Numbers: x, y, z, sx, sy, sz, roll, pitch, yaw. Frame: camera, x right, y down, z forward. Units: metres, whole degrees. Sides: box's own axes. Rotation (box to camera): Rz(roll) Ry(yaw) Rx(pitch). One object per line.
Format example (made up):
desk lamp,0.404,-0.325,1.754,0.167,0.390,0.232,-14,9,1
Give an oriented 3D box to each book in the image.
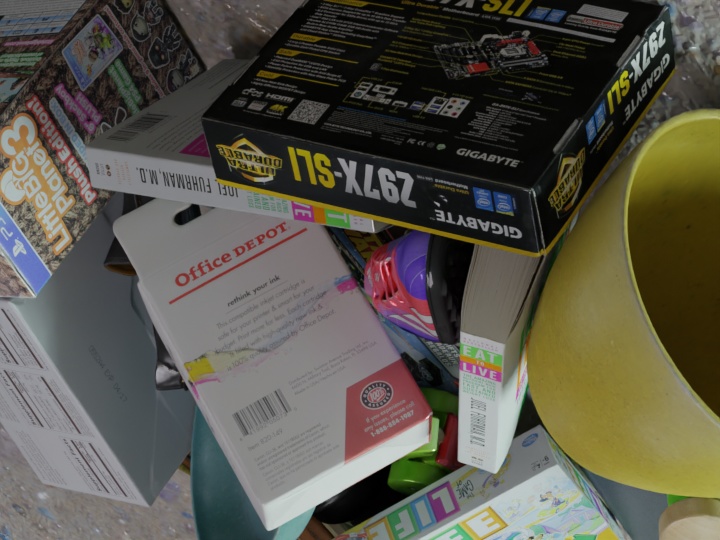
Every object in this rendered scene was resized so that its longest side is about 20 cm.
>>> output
book,-0.038,-0.074,1.270,0.199,0.133,0.048,11,121,35
book,0.084,0.018,1.255,0.048,0.134,0.200,16,158,9

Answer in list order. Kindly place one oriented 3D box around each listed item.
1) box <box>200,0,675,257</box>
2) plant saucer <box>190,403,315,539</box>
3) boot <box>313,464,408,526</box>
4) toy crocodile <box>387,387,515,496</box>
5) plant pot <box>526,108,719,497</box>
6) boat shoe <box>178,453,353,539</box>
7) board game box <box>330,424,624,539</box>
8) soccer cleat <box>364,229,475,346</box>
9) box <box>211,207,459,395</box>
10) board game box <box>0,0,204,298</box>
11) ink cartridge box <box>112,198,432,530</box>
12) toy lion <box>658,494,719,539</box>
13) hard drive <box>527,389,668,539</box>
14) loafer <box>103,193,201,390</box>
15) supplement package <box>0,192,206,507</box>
box,0.041,-0.091,1.165,0.199,0.160,0.050,13,135,28
plant saucer,-0.061,0.105,1.456,0.036,0.201,0.200,8,155,-22
boot,0.029,0.162,1.535,0.158,0.079,0.211,41,-176,-5
toy crocodile,0.075,0.130,1.470,0.062,0.068,0.200,-1,155,40
plant pot,0.169,0.038,1.163,0.200,0.200,0.142,41,138,-11
boat shoe,-0.062,0.171,1.630,0.200,0.068,0.072,42,-178,34
board game box,0.060,0.189,1.453,0.199,0.034,0.135,-30,139,10
soccer cleat,0.032,0.007,1.279,0.073,0.069,0.200,10,174,8
box,0.000,0.000,1.436,0.137,0.040,0.200,-3,132,45
board game box,-0.221,-0.088,1.370,0.159,0.200,0.097,2,136,41
ink cartridge box,-0.054,0.037,1.341,0.201,0.116,0.068,60,171,17
toy lion,0.283,0.130,1.304,0.191,0.069,0.200,22,133,-18
hard drive,0.187,0.101,1.407,0.139,0.033,0.200,-6,130,46
loafer,-0.131,-0.019,1.427,0.073,0.072,0.201,84,162,-73
supplement package,-0.185,0.032,1.534,0.111,0.156,0.200,7,139,39
